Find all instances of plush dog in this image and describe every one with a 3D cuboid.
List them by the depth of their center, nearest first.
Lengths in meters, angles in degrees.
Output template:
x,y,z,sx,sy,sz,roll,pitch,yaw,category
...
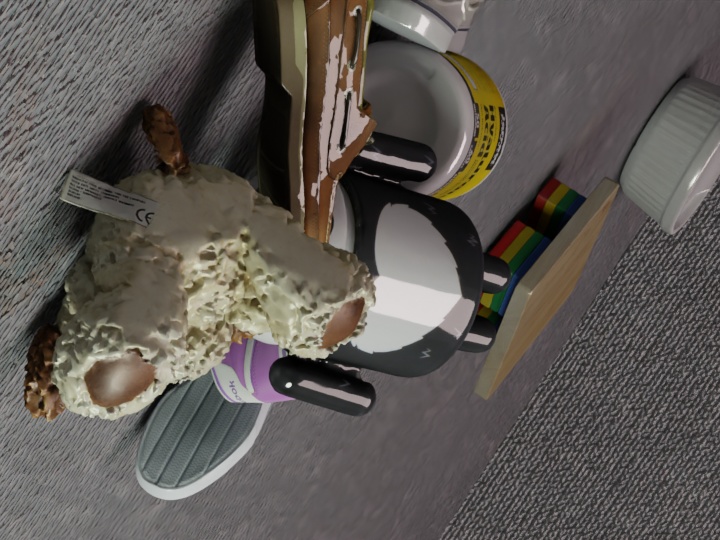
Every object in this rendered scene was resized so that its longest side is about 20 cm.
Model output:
x,y,z,sx,sy,sz,roll,pitch,yaw,category
-0.117,0.011,1.426,0.200,0.160,0.172,-16,161,-30,plush dog

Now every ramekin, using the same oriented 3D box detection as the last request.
x,y,z,sx,sy,sz,roll,pitch,yaw,category
0.409,-0.153,3.133,0.202,0.094,0.202,-54,168,-18,ramekin

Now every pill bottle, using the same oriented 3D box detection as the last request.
x,y,z,sx,sy,sz,roll,pitch,yaw,category
0.043,-0.104,1.752,0.111,0.111,0.200,-60,169,10,pill bottle

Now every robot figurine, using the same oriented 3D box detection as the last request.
x,y,z,sx,sy,sz,roll,pitch,yaw,category
0.001,0.002,1.605,0.125,0.200,0.150,-41,-134,40,robot figurine

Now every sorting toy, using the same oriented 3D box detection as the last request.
x,y,z,sx,sy,sz,roll,pitch,yaw,category
0.180,0.007,2.684,0.200,0.070,0.199,-49,166,-37,sorting toy

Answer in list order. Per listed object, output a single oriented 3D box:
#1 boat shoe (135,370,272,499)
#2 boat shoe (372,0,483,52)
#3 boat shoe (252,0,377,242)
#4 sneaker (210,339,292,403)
x,y,z,sx,sy,sz,roll,pitch,yaw,category
-0.095,0.099,1.801,0.200,0.074,0.067,-51,164,-30,boat shoe
0.048,-0.187,1.665,0.066,0.072,0.200,-65,168,8,boat shoe
-0.022,-0.085,1.462,0.068,0.072,0.200,-10,123,-18,boat shoe
-0.058,0.003,1.760,0.073,0.114,0.200,42,50,-36,sneaker
